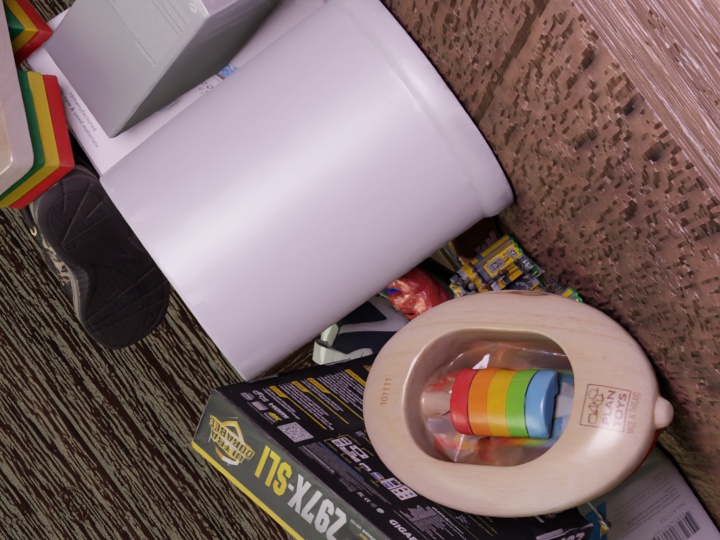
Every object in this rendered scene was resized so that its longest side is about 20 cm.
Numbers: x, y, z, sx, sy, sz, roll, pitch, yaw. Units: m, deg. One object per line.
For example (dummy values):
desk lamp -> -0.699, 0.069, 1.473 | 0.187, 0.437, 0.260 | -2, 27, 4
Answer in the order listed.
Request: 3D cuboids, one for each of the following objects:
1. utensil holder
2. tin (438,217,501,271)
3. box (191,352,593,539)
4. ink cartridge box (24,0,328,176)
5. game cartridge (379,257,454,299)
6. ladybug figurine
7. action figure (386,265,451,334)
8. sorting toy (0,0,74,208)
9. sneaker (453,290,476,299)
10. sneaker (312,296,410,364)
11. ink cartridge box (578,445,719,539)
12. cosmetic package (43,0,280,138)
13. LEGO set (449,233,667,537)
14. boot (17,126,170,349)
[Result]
utensil holder -> -0.035, -0.052, 1.503 | 0.170, 0.200, 0.170 | 54, 177, 4
tin -> 0.056, -0.051, 1.723 | 0.112, 0.042, 0.200 | 49, 177, 22
box -> 0.019, 0.131, 1.510 | 0.200, 0.049, 0.160 | 38, -152, 31
ink cartridge box -> -0.115, -0.145, 1.756 | 0.145, 0.200, 0.147 | 56, 178, 9
game cartridge -> 0.041, 0.005, 1.974 | 0.200, 0.041, 0.133 | 30, -169, -37
ladybug figurine -> 0.097, 0.082, 1.454 | 0.200, 0.136, 0.072 | 6, 167, 34
action figure -> 0.000, 0.000, 1.708 | 0.065, 0.099, 0.200 | 44, -168, -44
sorting toy -> -0.278, -0.117, 1.685 | 0.070, 0.200, 0.199 | 4, -116, -40
sneaker -> 0.118, 0.068, 1.747 | 0.200, 0.074, 0.116 | 54, 175, -18
sneaker -> 0.036, 0.048, 1.798 | 0.129, 0.080, 0.199 | 17, -154, 23
ink cartridge box -> 0.209, 0.228, 1.709 | 0.200, 0.116, 0.068 | 56, 178, -18
cosmetic package -> -0.116, -0.174, 1.573 | 0.090, 0.107, 0.200 | 55, 147, 0
LEGO set -> 0.102, 0.075, 1.595 | 0.154, 0.116, 0.200 | 55, 177, -29
boot -> -0.213, -0.045, 1.779 | 0.151, 0.073, 0.200 | 53, 174, 37
